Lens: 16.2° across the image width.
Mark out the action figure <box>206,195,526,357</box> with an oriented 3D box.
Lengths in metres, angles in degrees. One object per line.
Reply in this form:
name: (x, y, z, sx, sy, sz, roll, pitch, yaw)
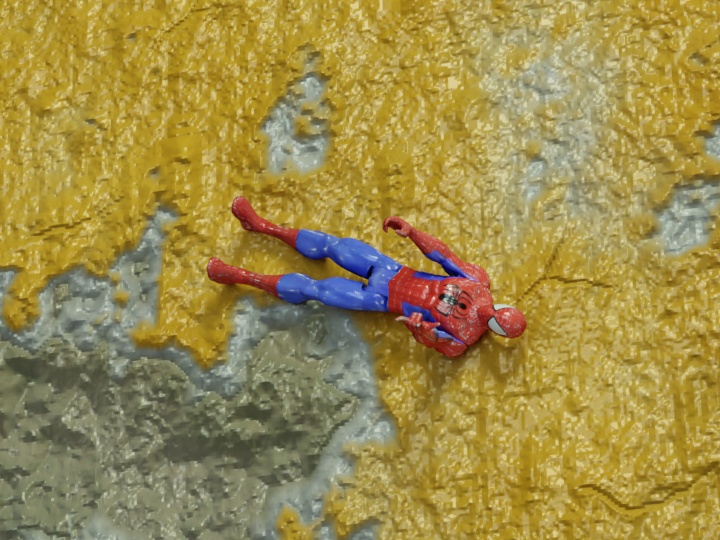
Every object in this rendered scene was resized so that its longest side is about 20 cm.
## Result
action figure: (0.000, 0.000, 1.486, 0.200, 0.099, 0.065, 16, 78, 20)
